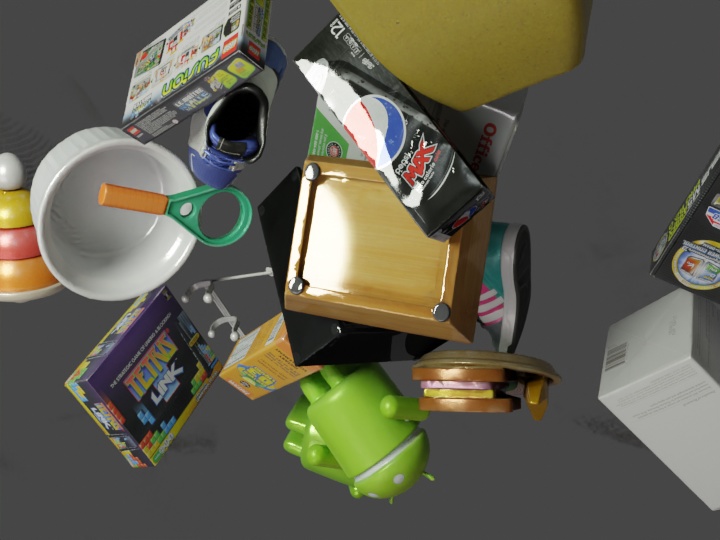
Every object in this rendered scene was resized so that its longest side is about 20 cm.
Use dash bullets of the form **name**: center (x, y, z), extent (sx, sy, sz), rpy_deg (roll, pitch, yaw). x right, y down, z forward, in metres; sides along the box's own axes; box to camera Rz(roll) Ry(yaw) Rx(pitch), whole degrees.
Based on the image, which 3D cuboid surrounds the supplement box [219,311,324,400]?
- **supplement box**: center (-0.105, 0.104, 0.968), extent (0.066, 0.070, 0.199), rpy_deg (37, 147, -15)

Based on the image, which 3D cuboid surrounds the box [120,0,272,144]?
- **box**: center (-0.177, -0.223, 0.817), extent (0.197, 0.113, 0.034), rpy_deg (-19, 146, 36)

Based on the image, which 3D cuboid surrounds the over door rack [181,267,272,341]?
- **over door rack**: center (-0.143, 0.068, 1.065), extent (0.197, 0.067, 0.149), rpy_deg (-15, 119, 34)

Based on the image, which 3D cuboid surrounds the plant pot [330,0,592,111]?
- **plant pot**: center (0.095, -0.254, 0.620), extent (0.191, 0.198, 0.201), rpy_deg (-15, 126, 33)

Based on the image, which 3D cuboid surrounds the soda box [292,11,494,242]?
- **soda box**: center (0.029, -0.123, 0.664), extent (0.063, 0.071, 0.201), rpy_deg (-40, 76, 14)

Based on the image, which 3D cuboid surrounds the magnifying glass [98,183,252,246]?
- **magnifying glass**: center (-0.217, -0.075, 0.925), extent (0.022, 0.197, 0.081), rpy_deg (36, 110, 47)

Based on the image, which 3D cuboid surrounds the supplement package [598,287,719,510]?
- **supplement package**: center (0.374, 0.141, 0.839), extent (0.200, 0.122, 0.119), rpy_deg (43, 132, -11)

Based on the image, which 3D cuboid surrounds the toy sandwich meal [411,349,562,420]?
- **toy sandwich meal**: center (0.148, 0.143, 0.921), extent (0.199, 0.072, 0.206), rpy_deg (6, 166, 1)

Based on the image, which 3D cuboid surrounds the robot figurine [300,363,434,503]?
- **robot figurine**: center (0.010, 0.198, 0.980), extent (0.175, 0.115, 0.202), rpy_deg (-38, 85, 32)

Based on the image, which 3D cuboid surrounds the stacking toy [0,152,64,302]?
- **stacking toy**: center (-0.495, -0.069, 1.107), extent (0.143, 0.146, 0.205), rpy_deg (10, 111, 17)

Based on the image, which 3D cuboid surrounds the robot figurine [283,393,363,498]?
- **robot figurine**: center (-0.010, 0.248, 1.111), extent (0.195, 0.116, 0.179), rpy_deg (15, 120, 13)

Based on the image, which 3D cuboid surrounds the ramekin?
- **ramekin**: center (-0.303, -0.075, 0.939), extent (0.097, 0.198, 0.204), rpy_deg (35, 146, 47)

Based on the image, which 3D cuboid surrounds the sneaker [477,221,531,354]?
- **sneaker**: center (0.130, 0.019, 0.887), extent (0.118, 0.084, 0.203), rpy_deg (14, 139, 24)

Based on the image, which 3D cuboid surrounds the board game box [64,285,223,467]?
- **board game box**: center (-0.305, 0.151, 1.116), extent (0.056, 0.201, 0.167), rpy_deg (-11, 123, 33)

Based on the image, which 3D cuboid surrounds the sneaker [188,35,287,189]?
- **sneaker**: center (-0.149, -0.153, 0.847), extent (0.079, 0.117, 0.200), rpy_deg (22, 136, -16)

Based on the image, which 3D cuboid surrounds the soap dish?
- **soap dish**: center (0.022, -0.026, 0.738), extent (0.195, 0.081, 0.162), rpy_deg (9, 88, 16)

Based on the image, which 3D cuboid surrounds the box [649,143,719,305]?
- **box**: center (0.409, -0.026, 0.743), extent (0.196, 0.045, 0.162), rpy_deg (24, 132, 6)

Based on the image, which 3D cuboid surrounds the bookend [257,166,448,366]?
- **bookend**: center (0.000, 0.000, 0.908), extent (0.197, 0.203, 0.092), rpy_deg (4, 151, -41)

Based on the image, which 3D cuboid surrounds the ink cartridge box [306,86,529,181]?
- **ink cartridge box**: center (0.056, -0.149, 0.784), extent (0.196, 0.084, 0.149), rpy_deg (23, 133, 6)

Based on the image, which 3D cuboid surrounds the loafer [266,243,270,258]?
- **loafer**: center (-0.049, 0.025, 0.983), extent (0.200, 0.073, 0.072), rpy_deg (46, 156, -12)
